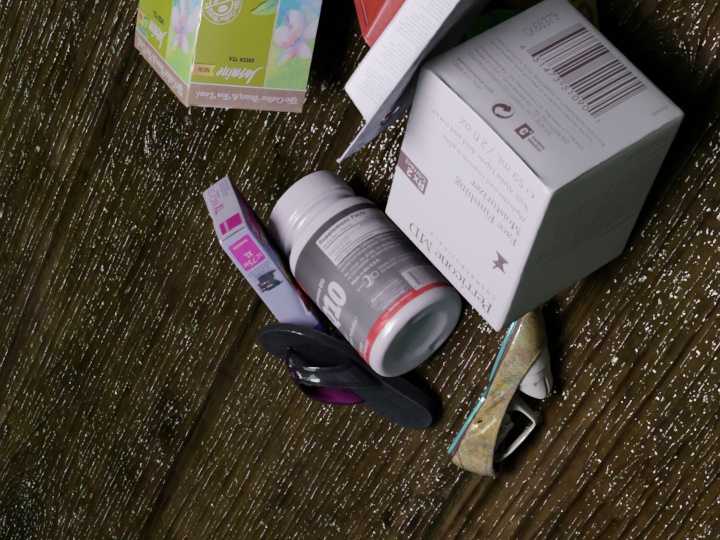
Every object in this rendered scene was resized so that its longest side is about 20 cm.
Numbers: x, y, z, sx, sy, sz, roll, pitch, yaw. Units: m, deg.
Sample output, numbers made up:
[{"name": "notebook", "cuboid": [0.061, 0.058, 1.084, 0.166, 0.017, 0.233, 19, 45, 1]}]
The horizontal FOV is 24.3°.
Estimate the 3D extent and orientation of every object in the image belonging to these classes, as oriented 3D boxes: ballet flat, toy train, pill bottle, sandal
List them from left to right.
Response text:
[{"name": "sandal", "cuboid": [-0.016, 0.113, 1.692, 0.199, 0.048, 0.075, 28, 147, -6]}, {"name": "pill bottle", "cuboid": [0.000, 0.000, 1.687, 0.200, 0.113, 0.115, 47, 127, 27]}, {"name": "toy train", "cuboid": [0.094, -0.215, 1.560, 0.200, 0.041, 0.057, -172, 76, -66]}, {"name": "ballet flat", "cuboid": [0.148, 0.118, 1.608, 0.071, 0.070, 0.202, 42, 124, 30]}]

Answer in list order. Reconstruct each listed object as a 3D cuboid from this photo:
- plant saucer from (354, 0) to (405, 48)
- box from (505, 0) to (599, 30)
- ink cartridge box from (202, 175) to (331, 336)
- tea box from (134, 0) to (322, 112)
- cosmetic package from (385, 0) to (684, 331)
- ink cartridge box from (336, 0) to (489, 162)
[{"name": "plant saucer", "cuboid": [0.030, -0.321, 1.530, 0.200, 0.036, 0.202, 124, 139, -53]}, {"name": "box", "cuboid": [0.162, -0.283, 1.480, 0.075, 0.050, 0.202, 12, 122, 40]}, {"name": "ink cartridge box", "cuboid": [-0.089, 0.006, 1.741, 0.201, 0.042, 0.120, 57, -176, -31]}, {"name": "tea box", "cuboid": [-0.133, -0.287, 1.703, 0.200, 0.132, 0.199, -133, 48, -57]}, {"name": "cosmetic package", "cuboid": [0.145, -0.092, 1.445, 0.165, 0.164, 0.201, 47, 149, 23]}, {"name": "ink cartridge box", "cuboid": [0.053, -0.197, 1.407, 0.043, 0.196, 0.200, 41, 114, 2]}]
